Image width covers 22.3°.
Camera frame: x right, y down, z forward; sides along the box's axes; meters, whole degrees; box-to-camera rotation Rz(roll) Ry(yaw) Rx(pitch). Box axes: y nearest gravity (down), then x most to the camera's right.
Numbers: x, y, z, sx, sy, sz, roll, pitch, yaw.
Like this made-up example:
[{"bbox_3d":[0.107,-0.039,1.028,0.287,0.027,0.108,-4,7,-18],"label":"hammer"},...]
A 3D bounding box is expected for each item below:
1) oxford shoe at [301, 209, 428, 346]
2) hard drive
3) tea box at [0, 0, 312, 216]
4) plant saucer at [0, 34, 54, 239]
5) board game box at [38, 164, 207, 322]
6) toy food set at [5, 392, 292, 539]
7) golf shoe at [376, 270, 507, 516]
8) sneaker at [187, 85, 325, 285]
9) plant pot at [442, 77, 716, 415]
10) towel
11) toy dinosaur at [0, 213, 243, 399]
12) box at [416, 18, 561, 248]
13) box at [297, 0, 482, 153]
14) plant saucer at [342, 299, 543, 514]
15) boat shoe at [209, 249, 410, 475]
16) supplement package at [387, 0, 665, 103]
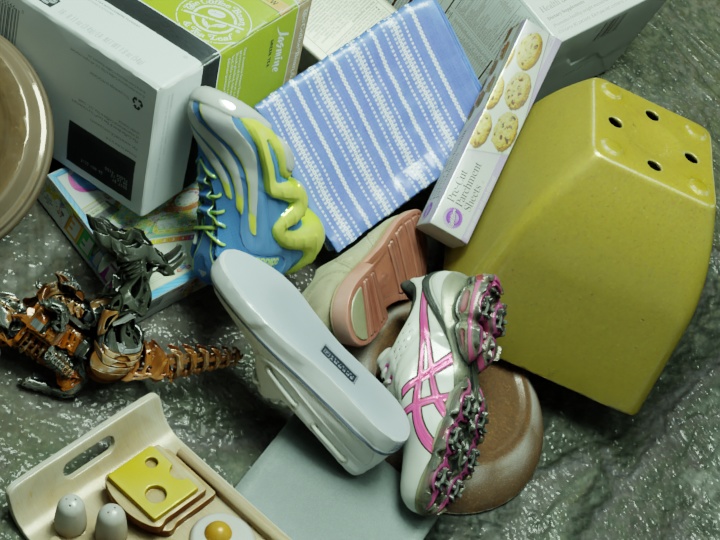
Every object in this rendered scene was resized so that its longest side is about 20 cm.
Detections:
[{"bbox_3d":[0.000,0.000,1.517,0.200,0.073,0.071,-42,125,-58],"label":"oxford shoe"},{"bbox_3d":[-0.041,0.208,1.375,0.139,0.033,0.200,38,49,2],"label":"hard drive"},{"bbox_3d":[-0.180,-0.181,1.475,0.199,0.134,0.197,32,44,18],"label":"tea box"},{"bbox_3d":[-0.332,-0.103,1.380,0.199,0.029,0.202,0,79,-2],"label":"plant saucer"},{"bbox_3d":[-0.145,-0.055,1.502,0.200,0.034,0.135,-29,74,-38],"label":"board game box"},{"bbox_3d":[-0.133,0.181,1.293,0.200,0.061,0.143,38,52,25],"label":"toy food set"},{"bbox_3d":[0.055,0.096,1.439,0.092,0.073,0.201,2,65,25],"label":"golf shoe"},{"bbox_3d":[-0.095,-0.047,1.409,0.075,0.200,0.105,20,65,39],"label":"sneaker"},{"bbox_3d":[0.198,-0.041,1.537,0.193,0.200,0.196,24,37,-11],"label":"plant pot"},{"bbox_3d":[0.020,-0.125,1.532,0.200,0.024,0.145,-36,108,-24],"label":"towel"},{"bbox_3d":[-0.192,0.035,1.379,0.199,0.137,0.102,13,7,-37],"label":"toy dinosaur"},{"bbox_3d":[0.109,-0.116,1.545,0.041,0.039,0.201,29,77,-13],"label":"box"},{"bbox_3d":[0.003,-0.183,1.624,0.200,0.078,0.095,44,68,5],"label":"box"},{"bbox_3d":[0.069,0.102,1.504,0.199,0.037,0.201,13,54,-18],"label":"plant saucer"},{"bbox_3d":[-0.052,0.074,1.389,0.200,0.065,0.074,48,27,3],"label":"boat shoe"},{"bbox_3d":[0.151,-0.275,1.733,0.191,0.147,0.200,-29,75,-38],"label":"supplement package"}]
